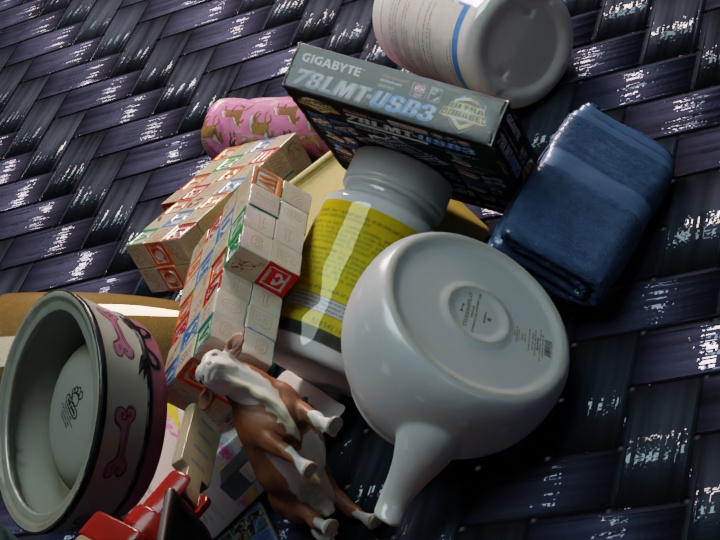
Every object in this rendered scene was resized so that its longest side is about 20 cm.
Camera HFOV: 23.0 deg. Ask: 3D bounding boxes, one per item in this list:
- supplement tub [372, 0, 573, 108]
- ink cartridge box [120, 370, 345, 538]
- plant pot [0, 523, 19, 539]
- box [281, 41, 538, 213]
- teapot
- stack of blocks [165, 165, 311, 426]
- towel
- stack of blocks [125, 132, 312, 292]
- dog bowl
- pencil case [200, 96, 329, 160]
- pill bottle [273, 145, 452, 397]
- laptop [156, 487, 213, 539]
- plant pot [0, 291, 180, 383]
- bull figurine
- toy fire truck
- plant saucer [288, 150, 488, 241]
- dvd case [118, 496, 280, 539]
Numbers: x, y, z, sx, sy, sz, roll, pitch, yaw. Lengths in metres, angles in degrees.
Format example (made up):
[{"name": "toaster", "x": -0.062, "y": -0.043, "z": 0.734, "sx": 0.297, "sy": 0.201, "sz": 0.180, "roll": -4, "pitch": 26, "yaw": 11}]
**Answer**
[{"name": "supplement tub", "x": 0.113, "y": -0.248, "z": 1.814, "sx": 0.132, "sy": 0.132, "sz": 0.200, "roll": -41, "pitch": 33, "yaw": -12}, {"name": "ink cartridge box", "x": -0.123, "y": 0.148, "z": 1.519, "sx": 0.200, "sy": 0.067, "sz": 0.117, "roll": -43, "pitch": 33, "yaw": -15}, {"name": "plant pot", "x": -0.362, "y": 0.270, "z": 1.485, "sx": 0.199, "sy": 0.196, "sz": 0.201, "roll": -22, "pitch": 34, "yaw": 16}, {"name": "box", "x": 0.052, "y": -0.118, "z": 1.547, "sx": 0.199, "sy": 0.199, "sz": 0.050, "roll": 17, "pitch": 77, "yaw": 21}, {"name": "teapot", "x": 0.061, "y": 0.075, "z": 1.418, "sx": 0.199, "sy": 0.198, "sz": 0.146, "roll": -15, "pitch": -28, "yaw": -40}, {"name": "stack of blocks", "x": -0.104, "y": 0.019, "z": 1.500, "sx": 0.115, "sy": 0.058, "sz": 0.200, "roll": -50, "pitch": 20, "yaw": 34}, {"name": "towel", "x": 0.192, "y": -0.056, "z": 1.514, "sx": 0.200, "sy": 0.111, "sz": 0.049, "roll": -54, "pitch": -8, "yaw": -42}, {"name": "stack of blocks", "x": -0.147, "y": -0.058, "z": 1.813, "sx": 0.115, "sy": 0.059, "sz": 0.200, "roll": -8, "pitch": 29, "yaw": 45}, {"name": "dog bowl", "x": -0.229, "y": 0.119, "z": 1.463, "sx": 0.200, "sy": 0.074, "sz": 0.201, "roll": -21, "pitch": 65, "yaw": 53}, {"name": "pencil case", "x": -0.080, "y": -0.153, "z": 1.904, "sx": 0.199, "sy": 0.087, "sz": 0.083, "roll": -1, "pitch": 58, "yaw": 40}, {"name": "pill bottle", "x": 0.000, "y": 0.000, "z": 1.550, "sx": 0.114, "sy": 0.114, "sz": 0.201, "roll": 9, "pitch": 70, "yaw": 48}, {"name": "laptop", "x": -0.147, "y": 0.300, "z": 1.257, "sx": 0.115, "sy": 0.188, "sz": 0.200, "roll": -19, "pitch": 35, "yaw": 18}, {"name": "plant pot", "x": -0.218, "y": 0.097, "z": 1.632, "sx": 0.199, "sy": 0.187, "sz": 0.187, "roll": -10, "pitch": 36, "yaw": 8}, {"name": "bull figurine", "x": -0.058, "y": 0.137, "z": 1.396, "sx": 0.065, "sy": 0.200, "sz": 0.121, "roll": -42, "pitch": 44, "yaw": -17}, {"name": "toy fire truck", "x": -0.134, "y": 0.217, "z": 1.362, "sx": 0.128, "sy": 0.176, "sz": 0.200, "roll": 16, "pitch": 57, "yaw": 45}, {"name": "plant saucer", "x": -0.013, "y": -0.042, "z": 1.676, "sx": 0.200, "sy": 0.049, "sz": 0.200, "roll": -38, "pitch": 49, "yaw": -6}, {"name": "dvd case", "x": -0.144, "y": 0.234, "z": 1.505, "sx": 0.142, "sy": 0.018, "sz": 0.200, "roll": -35, "pitch": 33, "yaw": 0}]
